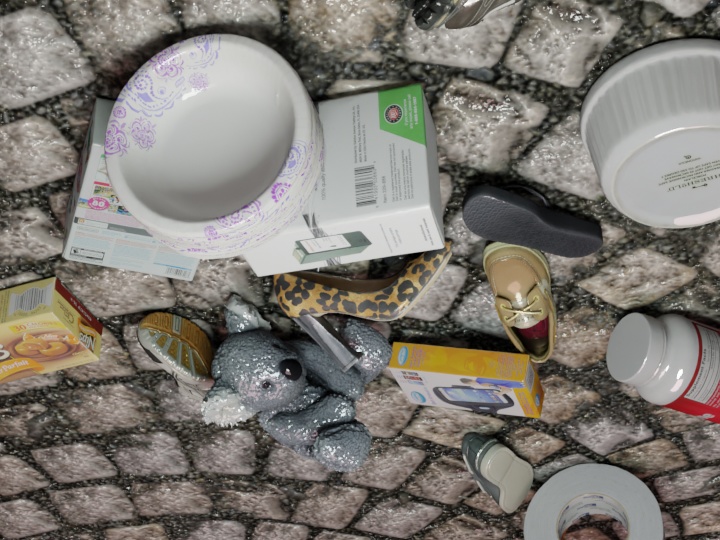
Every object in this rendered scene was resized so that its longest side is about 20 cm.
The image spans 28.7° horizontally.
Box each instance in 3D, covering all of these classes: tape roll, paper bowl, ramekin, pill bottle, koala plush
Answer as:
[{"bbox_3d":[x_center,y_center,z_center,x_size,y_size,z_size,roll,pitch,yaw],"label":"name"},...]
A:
[{"bbox_3d":[0.333,0.379,2.002,0.197,0.203,0.066,-9,143,10],"label":"tape roll"},{"bbox_3d":[-0.131,-0.109,1.319,0.197,0.204,0.105,-9,158,10],"label":"paper bowl"},{"bbox_3d":[0.320,-0.127,1.400,0.199,0.095,0.204,-1,144,-1],"label":"ramekin"},{"bbox_3d":[0.405,0.119,1.724,0.198,0.114,0.112,18,140,-24],"label":"pill bottle"},{"bbox_3d":[-0.098,0.133,1.683,0.198,0.180,0.183,23,162,-34],"label":"koala plush"}]

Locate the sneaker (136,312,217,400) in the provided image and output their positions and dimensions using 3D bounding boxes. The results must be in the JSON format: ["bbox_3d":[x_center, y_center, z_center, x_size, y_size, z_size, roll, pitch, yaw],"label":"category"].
[{"bbox_3d":[-0.211,0.123,1.740,0.087,0.077,0.199,-24,136,35],"label":"sneaker"}]

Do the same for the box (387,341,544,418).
[{"bbox_3d":[0.122,0.135,1.753,0.197,0.042,0.119,3,154,20],"label":"box"}]

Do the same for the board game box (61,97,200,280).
[{"bbox_3d":[-0.224,-0.080,1.472,0.145,0.065,0.201,10,144,-16],"label":"board game box"}]

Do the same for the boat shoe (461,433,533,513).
[{"bbox_3d":[0.194,0.284,2.006,0.061,0.073,0.200,31,168,32],"label":"boat shoe"}]

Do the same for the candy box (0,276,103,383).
[{"bbox_3d":[-0.424,0.079,1.687,0.197,0.056,0.116,-13,143,16],"label":"candy box"}]

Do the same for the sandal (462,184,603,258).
[{"bbox_3d":[0.183,-0.058,1.543,0.198,0.043,0.076,18,148,-40],"label":"sandal"}]

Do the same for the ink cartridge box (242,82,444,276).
[{"bbox_3d":[-0.024,-0.088,1.394,0.197,0.148,0.084,-8,151,11],"label":"ink cartridge box"}]

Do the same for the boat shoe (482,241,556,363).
[{"bbox_3d":[0.193,0.037,1.643,0.073,0.067,0.201,-14,142,16],"label":"boat shoe"}]

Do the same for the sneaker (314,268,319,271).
[{"bbox_3d":[-0.029,-0.047,1.527,0.197,0.080,0.089,5,155,2],"label":"sneaker"}]

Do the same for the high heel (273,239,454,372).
[{"bbox_3d":[0.000,0.000,1.608,0.200,0.071,0.143,-44,89,10],"label":"high heel"}]

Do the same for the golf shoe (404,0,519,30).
[{"bbox_3d":[0.122,-0.282,1.214,0.094,0.079,0.200,5,149,-39],"label":"golf shoe"}]
